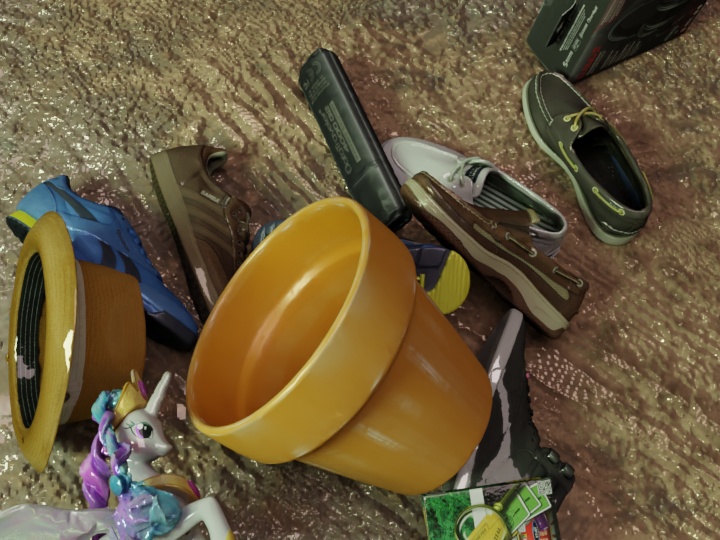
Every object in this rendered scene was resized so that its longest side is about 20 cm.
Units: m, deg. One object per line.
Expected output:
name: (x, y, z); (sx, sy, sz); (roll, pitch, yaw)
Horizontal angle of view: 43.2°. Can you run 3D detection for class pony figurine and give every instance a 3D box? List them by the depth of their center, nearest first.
pony figurine: (-0.160, 0.191, 0.612); (0.193, 0.167, 0.200); (-42, 65, 4)

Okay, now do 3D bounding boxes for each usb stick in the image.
usb stick: (-0.007, -0.123, 0.877); (0.032, 0.055, 0.201); (-7, 64, -42)

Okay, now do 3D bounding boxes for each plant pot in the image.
plant pot: (-0.002, 0.077, 0.704); (0.183, 0.200, 0.201); (37, 61, -27)

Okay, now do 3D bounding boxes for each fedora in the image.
fedora: (-0.216, 0.054, 0.698); (0.081, 0.201, 0.202); (2, 64, -31)

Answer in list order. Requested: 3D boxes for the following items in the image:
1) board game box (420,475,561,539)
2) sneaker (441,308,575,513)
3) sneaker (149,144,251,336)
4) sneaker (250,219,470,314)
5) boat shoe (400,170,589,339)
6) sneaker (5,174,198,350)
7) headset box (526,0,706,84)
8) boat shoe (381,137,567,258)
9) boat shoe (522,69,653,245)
board game box: (0.111, 0.267, 0.702); (0.104, 0.023, 0.201); (-8, 83, -1)
sneaker: (0.136, 0.137, 0.776); (0.099, 0.071, 0.201); (18, 70, -2)
sneaker: (-0.125, -0.030, 0.806); (0.075, 0.071, 0.201); (-17, 70, -17)
sneaker: (0.000, 0.000, 0.816); (0.199, 0.082, 0.074); (12, 97, 9)
boat shoe: (0.124, -0.028, 0.812); (0.202, 0.075, 0.075); (42, 90, -20)
sneaker: (-0.208, -0.013, 0.788); (0.200, 0.066, 0.079); (36, 62, 8)
headset box: (0.273, -0.285, 0.941); (0.199, 0.149, 0.077); (-27, 72, -20)
boat shoe: (0.109, -0.081, 0.867); (0.199, 0.067, 0.074); (27, 64, 4)
boat shoe: (0.229, -0.126, 0.910); (0.071, 0.061, 0.202); (-20, 71, -17)
